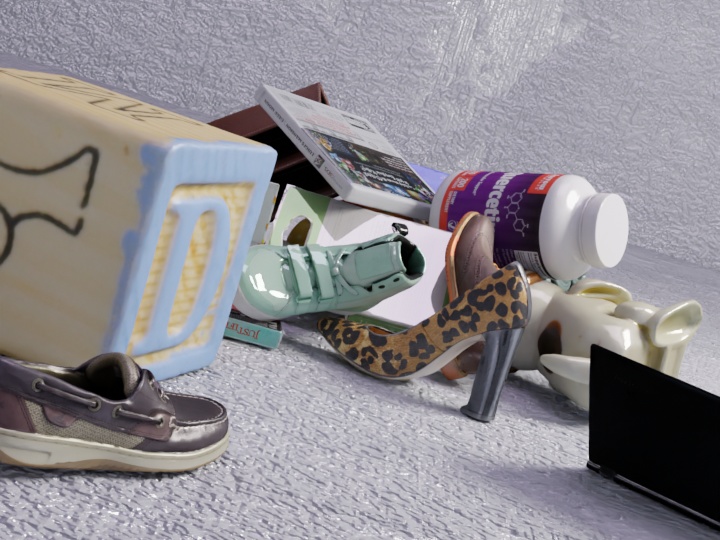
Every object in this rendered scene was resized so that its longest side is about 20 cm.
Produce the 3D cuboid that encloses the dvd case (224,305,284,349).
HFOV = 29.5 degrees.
[{"bbox_3d":[-0.150,0.025,1.317,0.145,0.022,0.200,16,10,-10],"label":"dvd case"}]

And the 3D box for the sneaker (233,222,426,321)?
[{"bbox_3d":[-0.027,-0.006,1.252,0.118,0.074,0.200,-27,-18,38],"label":"sneaker"}]

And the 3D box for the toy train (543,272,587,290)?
[{"bbox_3d":[0.213,0.043,1.586,0.085,0.114,0.200,-17,-7,32],"label":"toy train"}]

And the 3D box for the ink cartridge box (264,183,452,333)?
[{"bbox_3d":[0.000,0.000,1.413,0.199,0.048,0.146,15,48,1],"label":"ink cartridge box"}]

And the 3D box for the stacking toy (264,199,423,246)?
[{"bbox_3d":[-0.035,-0.020,1.568,0.199,0.147,0.146,-14,28,-37],"label":"stacking toy"}]

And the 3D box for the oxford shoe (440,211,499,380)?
[{"bbox_3d":[0.125,0.021,1.367,0.073,0.201,0.071,-11,-41,24],"label":"oxford shoe"}]

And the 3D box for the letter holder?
[{"bbox_3d":[-0.123,-0.125,1.639,0.199,0.101,0.142,-19,26,8],"label":"letter holder"}]

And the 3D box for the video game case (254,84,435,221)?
[{"bbox_3d":[-0.005,-0.127,1.527,0.200,0.023,0.182,11,32,-54],"label":"video game case"}]

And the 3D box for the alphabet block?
[{"bbox_3d":[-0.210,-0.036,1.045,0.199,0.196,0.196,21,8,17],"label":"alphabet block"}]

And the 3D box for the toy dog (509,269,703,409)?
[{"bbox_3d":[0.210,0.078,1.386,0.193,0.140,0.200,-15,27,-39],"label":"toy dog"}]

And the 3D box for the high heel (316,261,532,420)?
[{"bbox_3d":[0.058,0.036,1.249,0.199,0.143,0.071,21,11,25],"label":"high heel"}]

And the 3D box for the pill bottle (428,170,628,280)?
[{"bbox_3d":[0.180,-0.049,1.471,0.199,0.113,0.112,5,0,36],"label":"pill bottle"}]

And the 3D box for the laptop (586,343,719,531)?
[{"bbox_3d":[0.292,0.145,1.119,0.187,0.116,0.200,24,12,34],"label":"laptop"}]

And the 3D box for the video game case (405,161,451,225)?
[{"bbox_3d":[0.093,-0.045,1.713,0.199,0.182,0.046,16,49,-8],"label":"video game case"}]

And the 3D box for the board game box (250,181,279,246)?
[{"bbox_3d":[-0.162,-0.059,1.462,0.104,0.103,0.200,15,2,-12],"label":"board game box"}]

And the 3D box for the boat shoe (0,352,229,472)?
[{"bbox_3d":[-0.152,0.083,0.838,0.072,0.065,0.200,23,10,41],"label":"boat shoe"}]
